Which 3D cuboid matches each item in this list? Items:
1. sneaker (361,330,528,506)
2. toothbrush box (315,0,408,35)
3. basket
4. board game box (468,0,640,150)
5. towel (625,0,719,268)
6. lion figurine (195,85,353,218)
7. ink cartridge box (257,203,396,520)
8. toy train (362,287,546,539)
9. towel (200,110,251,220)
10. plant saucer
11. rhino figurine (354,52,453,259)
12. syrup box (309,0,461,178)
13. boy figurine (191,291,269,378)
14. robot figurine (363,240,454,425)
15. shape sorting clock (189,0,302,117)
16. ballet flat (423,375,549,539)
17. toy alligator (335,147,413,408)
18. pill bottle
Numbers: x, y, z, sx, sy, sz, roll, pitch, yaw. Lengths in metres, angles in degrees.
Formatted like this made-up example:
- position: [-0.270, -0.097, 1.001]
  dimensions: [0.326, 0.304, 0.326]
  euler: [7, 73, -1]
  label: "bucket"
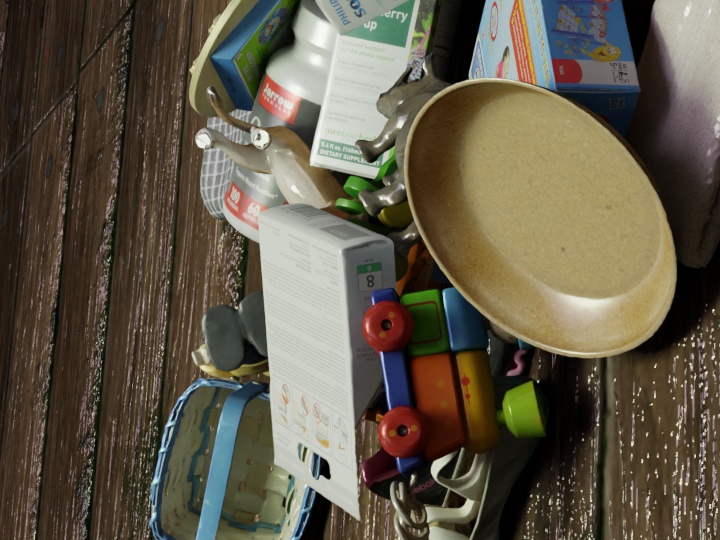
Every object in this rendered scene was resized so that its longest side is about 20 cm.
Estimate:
- position: [0.056, 0.083, 1.616]
  dimensions: [0.079, 0.095, 0.201]
  euler: [-132, 56, -67]
  label: "sneaker"
- position: [0.041, -0.286, 1.678]
  dimensions: [0.199, 0.085, 0.147]
  euler: [-27, 41, 11]
  label: "toothbrush box"
- position: [-0.105, 0.173, 1.900]
  dimensions: [0.200, 0.139, 0.177]
  euler: [-38, -37, -75]
  label: "basket"
- position: [0.125, -0.126, 1.508]
  dimensions: [0.196, 0.056, 0.201]
  euler: [102, 166, -51]
  label: "board game box"
- position: [0.209, -0.113, 1.386]
  dimensions: [0.133, 0.034, 0.201]
  euler: [-126, 49, -63]
  label: "towel"
- position: [-0.046, -0.066, 1.825]
  dimensions: [0.072, 0.122, 0.200]
  euler: [-36, 77, 24]
  label: "lion figurine"
- position: [-0.021, 0.062, 1.640]
  dimensions: [0.161, 0.050, 0.201]
  euler: [-156, 57, -63]
  label: "ink cartridge box"
- position: [0.072, 0.106, 1.490]
  dimensions: [0.085, 0.115, 0.201]
  euler: [52, -151, -79]
  label: "toy train"
- position: [-0.083, -0.146, 2.090]
  dimensions: [0.165, 0.085, 0.201]
  euler: [169, 109, -67]
  label: "towel"
- position: [0.118, -0.039, 1.401]
  dimensions: [0.035, 0.200, 0.200]
  euler: [-41, -7, -38]
  label: "plant saucer"
- position: [0.045, -0.095, 1.640]
  dimensions: [0.087, 0.060, 0.200]
  euler: [-34, 30, 18]
  label: "rhino figurine"
- position: [0.025, -0.174, 1.791]
  dimensions: [0.081, 0.078, 0.201]
  euler: [-7, -71, -73]
  label: "syrup box"
- position: [-0.084, 0.058, 1.978]
  dimensions: [0.200, 0.124, 0.065]
  euler: [26, -135, -84]
  label: "boy figurine"
- position: [0.033, 0.029, 1.745]
  dimensions: [0.145, 0.058, 0.201]
  euler: [-122, 46, -61]
  label: "robot figurine"
- position: [-0.077, -0.213, 1.915]
  dimensions: [0.200, 0.039, 0.200]
  euler: [-50, -14, -17]
  label: "shape sorting clock"
- position: [0.072, 0.160, 1.578]
  dimensions: [0.067, 0.063, 0.201]
  euler: [-124, 47, -57]
  label: "ballet flat"
- position: [0.000, 0.000, 1.688]
  dimensions: [0.059, 0.054, 0.201]
  euler: [179, 101, -68]
  label: "toy alligator"
- position: [-0.037, -0.122, 1.915]
  dimensions: [0.116, 0.115, 0.201]
  euler: [-122, 47, -61]
  label: "pill bottle"
